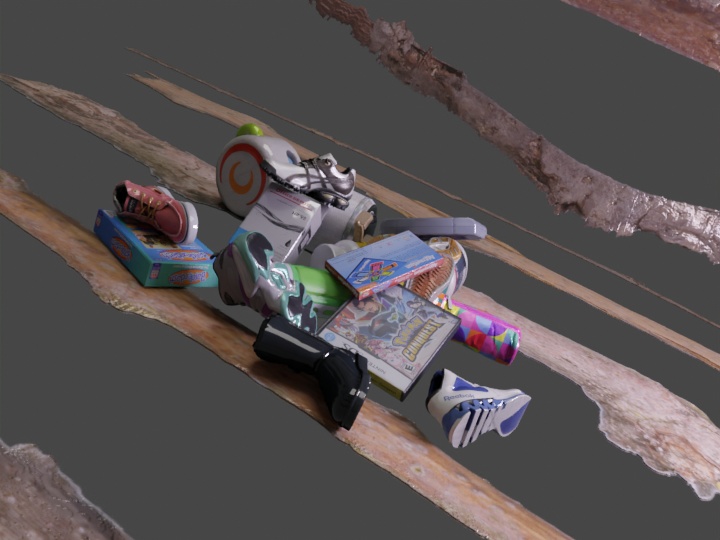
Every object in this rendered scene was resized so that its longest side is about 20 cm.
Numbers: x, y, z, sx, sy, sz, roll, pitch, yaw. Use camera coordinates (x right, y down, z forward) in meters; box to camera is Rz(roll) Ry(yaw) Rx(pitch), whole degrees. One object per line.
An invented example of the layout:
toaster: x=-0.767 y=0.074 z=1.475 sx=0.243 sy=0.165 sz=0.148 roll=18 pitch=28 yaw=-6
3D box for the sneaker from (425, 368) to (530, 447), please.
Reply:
sneaker: x=0.169 y=0.197 z=1.089 sx=0.197 sy=0.082 sz=0.115 roll=2 pitch=29 yaw=-45

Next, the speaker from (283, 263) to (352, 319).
speaker: x=-0.070 y=0.042 z=1.242 sx=0.197 sy=0.090 sz=0.088 roll=11 pitch=20 yaw=-32

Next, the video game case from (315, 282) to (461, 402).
video game case: x=0.046 y=0.100 z=1.166 sx=0.179 sy=0.026 sz=0.200 roll=28 pitch=47 yaw=20

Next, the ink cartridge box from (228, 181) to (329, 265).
ink cartridge box: x=-0.151 y=-0.088 z=1.350 sx=0.114 sy=0.202 sz=0.067 roll=25 pitch=-27 yaw=12

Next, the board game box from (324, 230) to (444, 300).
board game box: x=0.044 y=-0.013 z=1.258 sx=0.197 sy=0.020 sz=0.103 roll=-21 pitch=45 yaw=-33

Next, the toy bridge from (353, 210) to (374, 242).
toy bridge: x=0.007 y=-0.044 z=1.491 sx=0.027 sy=0.068 sz=0.201 roll=27 pitch=-25 yaw=23

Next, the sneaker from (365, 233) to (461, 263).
sneaker: x=0.097 y=-0.015 z=1.368 sx=0.196 sy=0.088 sz=0.077 roll=4 pitch=49 yaw=-19

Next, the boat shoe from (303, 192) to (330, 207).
boat shoe: x=-0.132 y=-0.110 z=1.440 sx=0.070 sy=0.199 sz=0.066 roll=47 pitch=-14 yaw=17

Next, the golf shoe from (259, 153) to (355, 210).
golf shoe: x=-0.098 y=-0.190 z=1.357 sx=0.197 sy=0.096 sz=0.078 roll=19 pitch=9 yaw=-31

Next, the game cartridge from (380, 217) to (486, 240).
game cartridge: x=0.146 y=-0.083 z=1.424 sx=0.196 sy=0.042 sz=0.133 roll=0 pitch=1 yaw=21

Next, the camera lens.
camera lens: x=-0.072 y=-0.113 z=1.563 sx=0.197 sy=0.163 sz=0.160 roll=25 pitch=18 yaw=11

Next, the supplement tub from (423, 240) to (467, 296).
supplement tub: x=0.157 y=0.000 z=1.543 sx=0.138 sy=0.143 sz=0.200 roll=26 pitch=18 yaw=13

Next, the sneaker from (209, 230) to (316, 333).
sneaker: x=-0.163 y=0.043 z=1.120 sx=0.202 sy=0.138 sz=0.078 roll=59 pitch=37 yaw=-12

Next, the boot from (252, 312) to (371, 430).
boot: x=-0.073 y=0.134 z=0.978 sx=0.165 sy=0.078 sz=0.200 roll=25 pitch=10 yaw=-5

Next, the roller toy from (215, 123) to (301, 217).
roller toy: x=-0.230 y=-0.215 z=1.633 sx=0.182 sy=0.202 sz=0.139 roll=40 pitch=24 yaw=21

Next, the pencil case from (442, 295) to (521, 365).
pencil case: x=0.221 y=0.112 z=1.396 sx=0.197 sy=0.090 sz=0.088 roll=25 pitch=17 yaw=4

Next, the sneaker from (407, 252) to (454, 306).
sneaker: x=0.114 y=0.058 z=1.288 sx=0.070 sy=0.081 sz=0.201 roll=21 pitch=57 yaw=19

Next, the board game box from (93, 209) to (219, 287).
board game box: x=-0.342 y=-0.038 z=1.206 sx=0.150 sy=0.046 sz=0.199 roll=3 pitch=25 yaw=-47

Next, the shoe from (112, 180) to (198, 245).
shoe: x=-0.349 y=-0.098 z=1.189 sx=0.090 sy=0.073 sz=0.199 roll=6 pitch=19 yaw=-39

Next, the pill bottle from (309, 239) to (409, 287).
pill bottle: x=0.000 y=0.000 z=1.399 sx=0.197 sy=0.114 sz=0.112 roll=6 pitch=23 yaw=-42
